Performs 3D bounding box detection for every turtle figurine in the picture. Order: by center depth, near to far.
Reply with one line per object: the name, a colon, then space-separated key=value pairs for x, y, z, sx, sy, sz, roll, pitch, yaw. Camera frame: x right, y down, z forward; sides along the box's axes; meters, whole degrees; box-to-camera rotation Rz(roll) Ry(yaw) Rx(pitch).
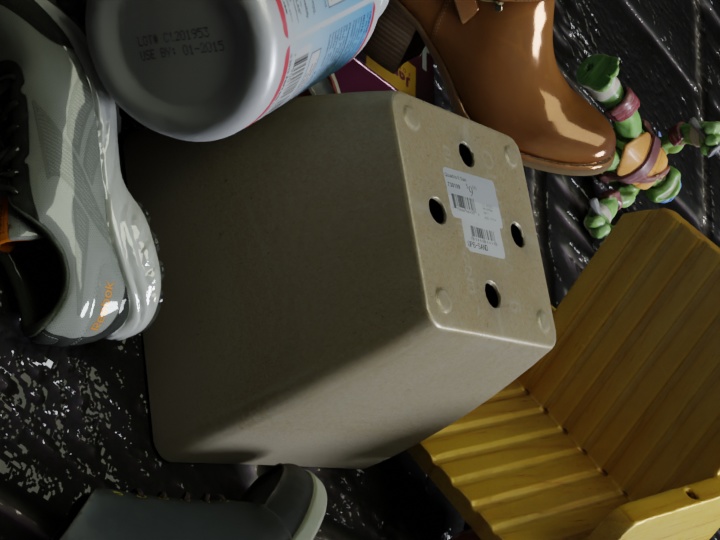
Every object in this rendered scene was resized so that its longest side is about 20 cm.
turtle figurine: x=0.264 y=-0.097 z=1.234 sx=0.194 sy=0.144 sz=0.201 roll=35 pitch=43 yaw=-34

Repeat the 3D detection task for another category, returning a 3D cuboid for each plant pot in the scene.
plant pot: x=0.000 y=0.000 z=0.788 sx=0.199 sy=0.177 sz=0.201 roll=13 pitch=64 yaw=-51

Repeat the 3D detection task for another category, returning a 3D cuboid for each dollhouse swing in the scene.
dollhouse swing: x=0.153 y=0.070 z=0.860 sx=0.181 sy=0.176 sz=0.200 roll=-5 pitch=40 yaw=-39

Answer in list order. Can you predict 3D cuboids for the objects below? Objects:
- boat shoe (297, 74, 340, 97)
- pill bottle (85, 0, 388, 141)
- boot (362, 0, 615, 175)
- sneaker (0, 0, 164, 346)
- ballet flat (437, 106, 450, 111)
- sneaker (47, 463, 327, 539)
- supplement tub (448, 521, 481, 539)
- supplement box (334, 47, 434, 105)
boat shoe: x=-0.086 y=-0.149 z=0.835 sx=0.200 sy=0.071 sz=0.063 roll=51 pitch=27 yaw=-18
pill bottle: x=-0.054 y=-0.148 z=0.727 sx=0.109 sy=0.108 sz=0.200 roll=63 pitch=30 yaw=-10
boot: x=0.102 y=-0.162 z=0.816 sx=0.200 sy=0.155 sz=0.077 roll=37 pitch=40 yaw=6
sneaker: x=-0.166 y=-0.056 z=0.682 sx=0.079 sy=0.074 sz=0.201 roll=-18 pitch=88 yaw=-51
ballet flat: x=0.057 y=-0.024 z=0.949 sx=0.076 sy=0.064 sz=0.201 roll=-44 pitch=127 yaw=-38
sneaker: x=-0.089 y=0.134 z=0.689 sx=0.106 sy=0.075 sz=0.200 roll=42 pitch=24 yaw=-3
supplement tub: x=0.091 y=0.240 z=0.852 sx=0.107 sy=0.107 sz=0.201 roll=46 pitch=41 yaw=-30
supplement box: x=-0.010 y=-0.199 z=0.955 sx=0.110 sy=0.085 sz=0.201 roll=31 pitch=50 yaw=-43
